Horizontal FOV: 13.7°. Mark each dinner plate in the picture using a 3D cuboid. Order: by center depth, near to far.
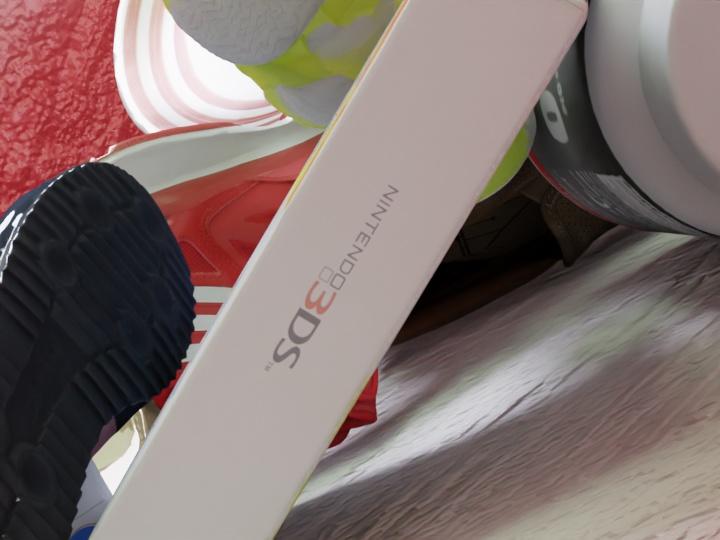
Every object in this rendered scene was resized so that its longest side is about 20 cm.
[{"bbox_3d":[-0.014,-0.127,1.099,0.200,0.024,0.201,-30,40,29],"label":"dinner plate"}]

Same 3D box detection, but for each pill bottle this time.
[{"bbox_3d":[0.115,-0.067,0.924,0.113,0.114,0.200,-28,6,-6],"label":"pill bottle"}]

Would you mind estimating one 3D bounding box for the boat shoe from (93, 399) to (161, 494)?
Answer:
[{"bbox_3d":[-0.108,0.040,0.990,0.072,0.065,0.200,-30,31,-5],"label":"boat shoe"}]

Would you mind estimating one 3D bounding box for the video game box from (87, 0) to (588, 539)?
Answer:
[{"bbox_3d":[-0.004,-0.003,0.818,0.201,0.047,0.182,-59,3,10],"label":"video game box"}]

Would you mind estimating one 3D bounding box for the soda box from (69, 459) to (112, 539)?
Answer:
[{"bbox_3d":[-0.137,0.097,0.920,0.068,0.064,0.200,-32,7,-29],"label":"soda box"}]

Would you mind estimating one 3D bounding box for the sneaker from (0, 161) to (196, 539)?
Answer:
[{"bbox_3d":[-0.108,0.039,0.806,0.082,0.070,0.200,-27,17,28],"label":"sneaker"}]

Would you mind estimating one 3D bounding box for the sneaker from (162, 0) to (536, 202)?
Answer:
[{"bbox_3d":[-0.020,-0.103,0.932,0.075,0.200,0.105,-32,43,8],"label":"sneaker"}]

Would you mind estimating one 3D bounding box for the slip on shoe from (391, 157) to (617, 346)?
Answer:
[{"bbox_3d":[0.074,-0.030,1.094,0.199,0.076,0.061,-19,47,6],"label":"slip on shoe"}]

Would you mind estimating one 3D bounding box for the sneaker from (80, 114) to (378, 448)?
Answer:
[{"bbox_3d":[0.000,0.000,1.007,0.199,0.116,0.078,-19,-21,-24],"label":"sneaker"}]
